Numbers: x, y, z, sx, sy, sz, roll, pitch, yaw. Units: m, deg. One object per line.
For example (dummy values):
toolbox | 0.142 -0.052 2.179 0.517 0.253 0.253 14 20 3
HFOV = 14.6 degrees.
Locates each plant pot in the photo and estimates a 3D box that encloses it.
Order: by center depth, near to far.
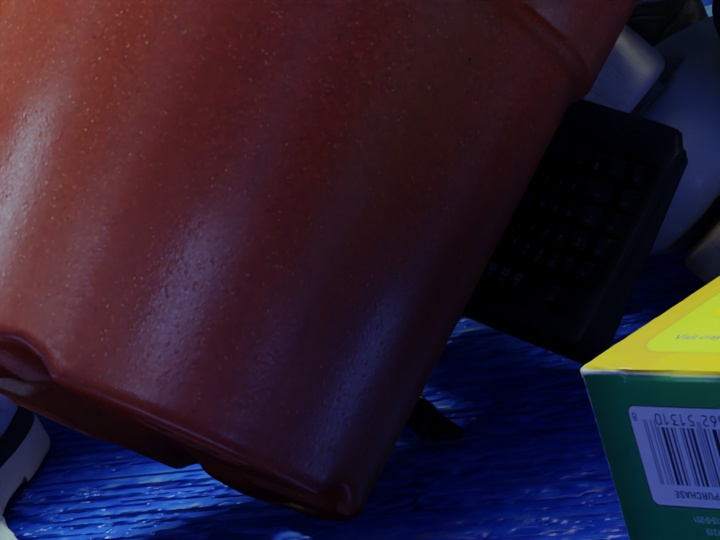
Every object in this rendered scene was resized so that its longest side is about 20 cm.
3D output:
plant pot | -0.034 -0.042 0.828 0.201 0.201 0.195 8 73 59

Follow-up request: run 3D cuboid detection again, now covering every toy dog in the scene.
toy dog | 0.118 -0.054 0.988 0.200 0.132 0.096 -22 -16 -48

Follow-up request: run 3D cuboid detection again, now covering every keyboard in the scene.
keyboard | 0.025 -0.004 0.909 0.021 0.127 0.200 22 0 -29

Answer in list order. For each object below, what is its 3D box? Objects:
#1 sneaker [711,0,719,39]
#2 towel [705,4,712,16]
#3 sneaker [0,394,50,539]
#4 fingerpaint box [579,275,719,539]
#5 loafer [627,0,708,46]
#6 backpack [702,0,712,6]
sneaker | 0.169 -0.117 0.941 0.115 0.201 0.076 19 -44 -35
towel | 0.200 -0.089 1.125 0.200 0.049 0.112 -12 15 22
sneaker | -0.154 0.056 0.917 0.076 0.081 0.200 -15 16 2
fingerpaint box | 0.184 0.024 0.664 0.200 0.073 0.167 -1 22 45
loafer | 0.042 -0.065 1.049 0.200 0.072 0.073 -19 9 -20
backpack | 0.157 -0.207 1.266 0.162 0.200 0.168 -16 -6 -45
